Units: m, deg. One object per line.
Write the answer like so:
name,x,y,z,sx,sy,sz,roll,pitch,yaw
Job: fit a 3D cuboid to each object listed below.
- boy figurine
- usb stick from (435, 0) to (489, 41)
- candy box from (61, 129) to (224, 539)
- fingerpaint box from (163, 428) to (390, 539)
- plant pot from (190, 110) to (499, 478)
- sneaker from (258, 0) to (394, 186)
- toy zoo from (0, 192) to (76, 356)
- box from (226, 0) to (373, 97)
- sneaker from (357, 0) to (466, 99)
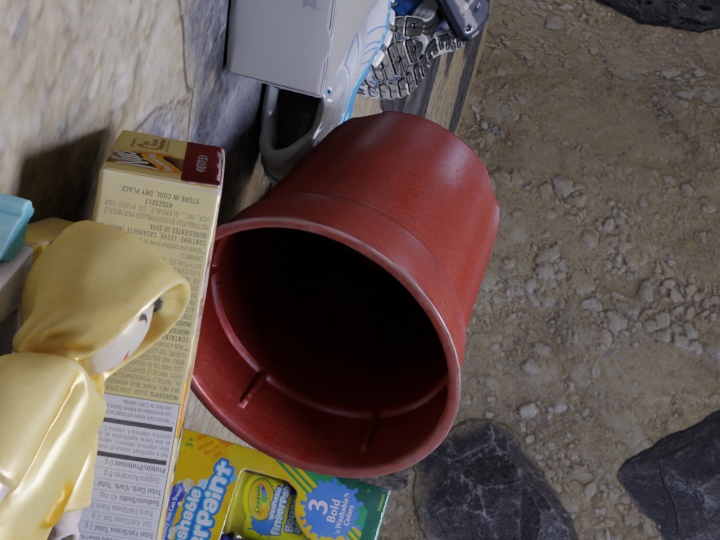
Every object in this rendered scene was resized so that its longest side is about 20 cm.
boy figurine,-0.124,0.079,0.519,0.124,0.064,0.200,82,26,-69
usb stick,0.067,-0.301,1.242,0.200,0.033,0.056,57,49,-37
candy box,-0.105,0.044,0.625,0.115,0.055,0.200,-108,-152,-75
fingerpaint box,-0.084,0.239,1.014,0.073,0.167,0.200,92,15,-76
plant pot,0.000,0.000,0.916,0.195,0.200,0.201,-58,163,-50
sneaker,-0.028,-0.159,1.004,0.087,0.075,0.200,40,65,-77
toy zoo,-0.156,0.062,0.575,0.131,0.020,0.200,-61,166,-68
box,-0.025,-0.204,0.903,0.200,0.068,0.082,-67,170,-51
sneaker,0.026,-0.220,1.298,0.200,0.089,0.079,-38,126,-46
